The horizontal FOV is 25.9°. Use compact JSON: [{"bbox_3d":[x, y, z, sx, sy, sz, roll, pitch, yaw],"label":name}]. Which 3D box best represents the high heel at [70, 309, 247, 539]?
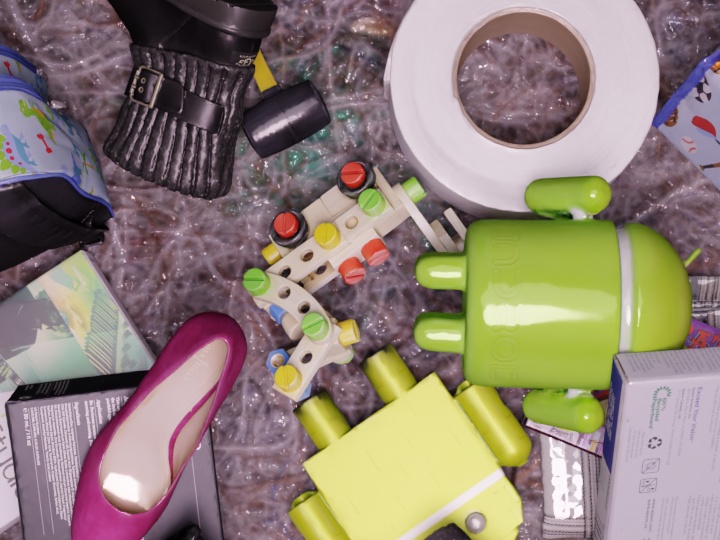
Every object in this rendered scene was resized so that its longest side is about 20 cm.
[{"bbox_3d":[-0.136,0.117,1.035,0.067,0.096,0.200,34,90,-8],"label":"high heel"}]

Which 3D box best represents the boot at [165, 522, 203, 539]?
[{"bbox_3d":[-0.073,0.239,1.051,0.198,0.073,0.163,-41,94,11],"label":"boot"}]

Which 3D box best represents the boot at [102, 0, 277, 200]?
[{"bbox_3d":[-0.162,-0.161,1.179,0.211,0.079,0.158,35,119,32],"label":"boot"}]

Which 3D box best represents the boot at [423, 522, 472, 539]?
[{"bbox_3d":[0.066,0.290,1.089,0.131,0.070,0.201,35,115,25],"label":"boot"}]

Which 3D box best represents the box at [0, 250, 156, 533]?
[{"bbox_3d":[-0.251,0.098,1.177,0.200,0.036,0.145,-34,85,-3],"label":"box"}]

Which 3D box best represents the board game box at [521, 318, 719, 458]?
[{"bbox_3d":[0.232,0.095,1.142,0.199,0.032,0.120,21,82,0],"label":"board game box"}]

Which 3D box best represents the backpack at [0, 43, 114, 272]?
[{"bbox_3d":[-0.289,-0.073,1.111,0.182,0.200,0.147,-22,82,0],"label":"backpack"}]

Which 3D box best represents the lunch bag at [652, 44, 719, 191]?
[{"bbox_3d":[0.347,-0.130,1.141,0.200,0.124,0.170,-39,83,-24],"label":"lunch bag"}]

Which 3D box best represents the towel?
[{"bbox_3d":[0.227,0.099,1.165,0.192,0.035,0.201,-1,84,2],"label":"towel"}]

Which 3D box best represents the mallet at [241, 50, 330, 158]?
[{"bbox_3d":[-0.083,-0.188,1.201,0.066,0.041,0.201,-19,81,1],"label":"mallet"}]

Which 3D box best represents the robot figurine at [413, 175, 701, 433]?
[{"bbox_3d":[0.136,0.023,1.075,0.199,0.116,0.176,0,91,2],"label":"robot figurine"}]

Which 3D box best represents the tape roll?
[{"bbox_3d":[0.119,-0.138,1.172,0.201,0.071,0.203,0,85,1],"label":"tape roll"}]

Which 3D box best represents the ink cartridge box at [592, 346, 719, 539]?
[{"bbox_3d":[0.263,0.139,1.070,0.199,0.043,0.197,-3,122,-7],"label":"ink cartridge box"}]

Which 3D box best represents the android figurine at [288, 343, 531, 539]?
[{"bbox_3d":[0.041,0.161,1.159,0.182,0.041,0.200,-33,83,1],"label":"android figurine"}]

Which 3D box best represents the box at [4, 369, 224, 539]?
[{"bbox_3d":[-0.169,0.177,1.123,0.140,0.079,0.201,-6,96,-3],"label":"box"}]

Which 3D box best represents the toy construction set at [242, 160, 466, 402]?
[{"bbox_3d":[0.000,0.000,1.151,0.199,0.092,0.131,-29,60,-9],"label":"toy construction set"}]
